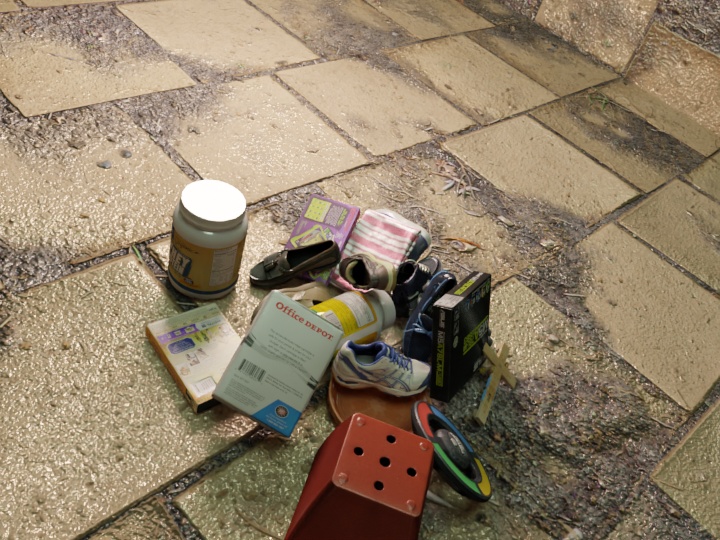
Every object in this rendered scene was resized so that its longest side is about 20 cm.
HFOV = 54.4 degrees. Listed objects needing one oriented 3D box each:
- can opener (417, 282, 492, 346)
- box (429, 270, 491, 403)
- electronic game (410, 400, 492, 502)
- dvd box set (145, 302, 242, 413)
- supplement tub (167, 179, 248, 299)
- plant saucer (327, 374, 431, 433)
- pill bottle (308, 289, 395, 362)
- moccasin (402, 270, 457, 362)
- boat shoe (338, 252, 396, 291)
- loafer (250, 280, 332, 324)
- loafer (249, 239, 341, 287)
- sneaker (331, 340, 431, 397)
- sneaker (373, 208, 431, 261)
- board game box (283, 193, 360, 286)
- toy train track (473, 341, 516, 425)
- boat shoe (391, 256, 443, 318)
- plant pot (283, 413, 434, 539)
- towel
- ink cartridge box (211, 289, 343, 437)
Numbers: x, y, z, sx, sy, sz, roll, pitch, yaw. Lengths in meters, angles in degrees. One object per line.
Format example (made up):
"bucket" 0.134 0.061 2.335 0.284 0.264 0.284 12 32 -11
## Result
"can opener" 0.200 0.099 1.456 0.199 0.066 0.053 33 35 -21
"box" 0.195 0.123 1.349 0.047 0.195 0.200 9 22 30
"electronic game" 0.155 0.306 1.197 0.200 0.042 0.200 46 13 -13
"dvd box set" -0.280 0.153 1.271 0.145 0.030 0.200 -20 53 -36
"supplement tub" -0.297 -0.059 1.367 0.143 0.201 0.146 11 41 -9
"plant saucer" 0.035 0.245 1.294 0.198 0.033 0.201 11 40 -10
"pill bottle" -0.029 0.104 1.362 0.199 0.113 0.113 -22 55 -38
"moccasin" 0.134 0.096 1.379 0.080 0.202 0.068 16 1 -11
"boat shoe" 0.000 0.000 1.389 0.064 0.074 0.199 4 2 -29
"loafer" -0.128 0.076 1.382 0.199 0.077 0.067 -24 50 -39
"loafer" -0.138 -0.023 1.448 0.198 0.063 0.072 -17 62 -7
"sneaker" 0.050 0.176 1.286 0.198 0.089 0.076 6 40 -18
"sneaker" 0.050 -0.058 1.599 0.146 0.081 0.199 -41 44 -24
"board game box" -0.090 -0.067 1.520 0.119 0.032 0.201 17 64 16
"toy train track" 0.256 0.224 1.399 0.115 0.032 0.201 50 44 -19
"boat shoe" 0.124 0.007 1.492 0.074 0.094 0.200 12 41 22
"plant pot" 0.014 0.340 1.069 0.198 0.177 0.201 20 41 2
"towel" 0.026 -0.036 1.511 0.145 0.030 0.201 23 70 27
"ink cartridge box" -0.140 0.158 1.189 0.145 0.084 0.201 31 72 -7
